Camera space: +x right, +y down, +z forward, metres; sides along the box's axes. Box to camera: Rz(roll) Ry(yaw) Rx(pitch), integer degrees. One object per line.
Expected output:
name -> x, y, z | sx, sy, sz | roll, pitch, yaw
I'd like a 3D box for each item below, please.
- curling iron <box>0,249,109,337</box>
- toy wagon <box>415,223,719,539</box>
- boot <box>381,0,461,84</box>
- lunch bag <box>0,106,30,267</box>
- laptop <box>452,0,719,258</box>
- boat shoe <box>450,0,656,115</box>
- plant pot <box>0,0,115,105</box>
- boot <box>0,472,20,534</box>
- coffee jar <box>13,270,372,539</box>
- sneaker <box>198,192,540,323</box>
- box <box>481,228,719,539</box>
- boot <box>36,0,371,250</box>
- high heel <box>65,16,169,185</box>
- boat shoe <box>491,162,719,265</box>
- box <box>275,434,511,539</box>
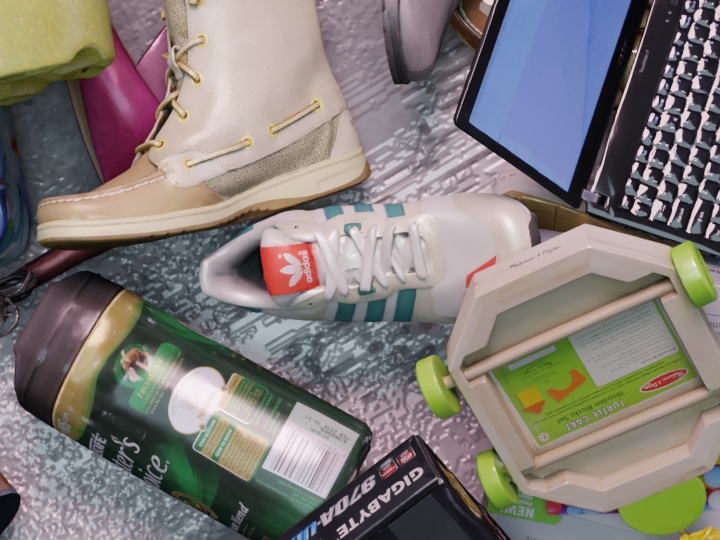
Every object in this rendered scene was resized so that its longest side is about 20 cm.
curling iron -> -0.142, -0.018, 1.006 | 0.199, 0.050, 0.026 | -30, 119, -7
toy wagon -> 0.128, 0.072, 0.902 | 0.154, 0.040, 0.201 | -24, 119, 15
boot -> 0.086, -0.188, 0.949 | 0.131, 0.070, 0.201 | 9, 70, 10
lunch bag -> -0.282, -0.082, 0.993 | 0.159, 0.082, 0.202 | -11, 89, 5
laptop -> 0.168, -0.112, 0.886 | 0.199, 0.103, 0.179 | 19, 82, 6
boat shoe -> 0.148, -0.122, 0.976 | 0.199, 0.074, 0.076 | 23, 91, 2
plant pot -> -0.209, -0.176, 0.880 | 0.199, 0.200, 0.186 | -15, 94, 2
boot -> -0.294, 0.164, 1.009 | 0.200, 0.075, 0.097 | -43, 71, 1
coffee jar -> -0.097, 0.080, 0.971 | 0.199, 0.104, 0.086 | 29, 75, 3
sneaker -> 0.000, 0.000, 0.929 | 0.199, 0.093, 0.071 | -2, 96, 40
box -> 0.153, 0.087, 0.957 | 0.155, 0.041, 0.201 | 10, 115, 2
boot -> -0.098, -0.099, 0.952 | 0.199, 0.072, 0.156 | -17, 98, -28
high heel -> -0.183, -0.142, 0.991 | 0.200, 0.067, 0.096 | 40, 81, -1
boat shoe -> 0.165, -0.012, 0.978 | 0.199, 0.070, 0.071 | 25, 130, -9
box -> 0.026, 0.204, 0.944 | 0.159, 0.046, 0.200 | -37, 122, 4
